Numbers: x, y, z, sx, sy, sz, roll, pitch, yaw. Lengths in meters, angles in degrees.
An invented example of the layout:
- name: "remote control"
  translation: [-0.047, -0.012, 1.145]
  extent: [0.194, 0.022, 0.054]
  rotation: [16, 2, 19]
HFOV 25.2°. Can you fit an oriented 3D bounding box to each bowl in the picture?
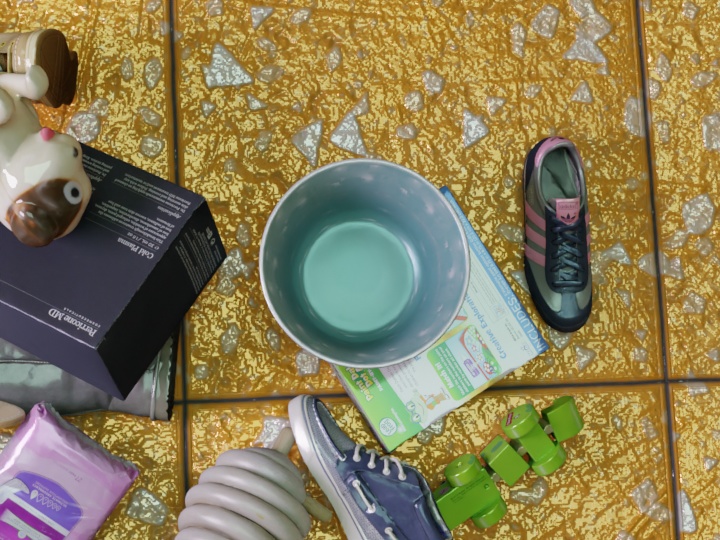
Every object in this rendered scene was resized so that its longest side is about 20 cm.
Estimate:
- name: "bowl"
  translation: [0.000, 0.000, 1.560]
  extent: [0.199, 0.105, 0.202]
  rotation: [1, 81, -5]

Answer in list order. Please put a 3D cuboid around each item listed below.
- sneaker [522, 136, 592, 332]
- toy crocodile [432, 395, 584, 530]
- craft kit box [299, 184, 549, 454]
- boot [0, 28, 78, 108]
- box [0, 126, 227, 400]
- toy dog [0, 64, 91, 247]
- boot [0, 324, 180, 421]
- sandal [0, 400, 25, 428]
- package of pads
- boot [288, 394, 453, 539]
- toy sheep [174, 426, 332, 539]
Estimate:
- name: "sneaker"
  translation: [0.202, -0.039, 1.637]
  extent: [0.070, 0.082, 0.201]
  rotation: [-7, 82, -7]
- name: "toy crocodile"
  translation: [0.139, 0.193, 1.609]
  extent: [0.200, 0.062, 0.068]
  rotation: [-39, 106, -5]
- name: "craft kit box"
  translation: [0.056, 0.050, 1.631]
  extent: [0.197, 0.049, 0.201]
  rotation: [-31, 85, -12]
- name: "boot"
  translation: [-0.359, -0.202, 1.552]
  extent: [0.154, 0.200, 0.073]
  rotation: [8, 93, -3]
- name: "box"
  translation: [-0.263, -0.009, 1.528]
  extent: [0.199, 0.104, 0.182]
  rotation: [24, 64, 22]
- name: "toy dog"
  translation: [-0.338, -0.096, 1.442]
  extent: [0.199, 0.140, 0.195]
  rotation: [22, 109, 4]
- name: "boot"
  translation: [-0.280, 0.065, 1.590]
  extent: [0.199, 0.073, 0.183]
  rotation: [5, 79, 2]
- name: "sandal"
  translation: [-0.413, 0.097, 1.523]
  extent: [0.211, 0.078, 0.070]
  rotation: [8, 105, 25]
- name: "package of pads"
  translation: [-0.314, 0.235, 1.534]
  extent: [0.120, 0.076, 0.200]
  rotation: [36, 89, -7]
- name: "boot"
  translation: [0.011, 0.198, 1.574]
  extent: [0.090, 0.073, 0.201]
  rotation: [-30, 87, 17]
- name: "toy sheep"
  translation: [-0.106, 0.240, 1.546]
  extent: [0.137, 0.138, 0.201]
  rotation: [26, 59, -1]
